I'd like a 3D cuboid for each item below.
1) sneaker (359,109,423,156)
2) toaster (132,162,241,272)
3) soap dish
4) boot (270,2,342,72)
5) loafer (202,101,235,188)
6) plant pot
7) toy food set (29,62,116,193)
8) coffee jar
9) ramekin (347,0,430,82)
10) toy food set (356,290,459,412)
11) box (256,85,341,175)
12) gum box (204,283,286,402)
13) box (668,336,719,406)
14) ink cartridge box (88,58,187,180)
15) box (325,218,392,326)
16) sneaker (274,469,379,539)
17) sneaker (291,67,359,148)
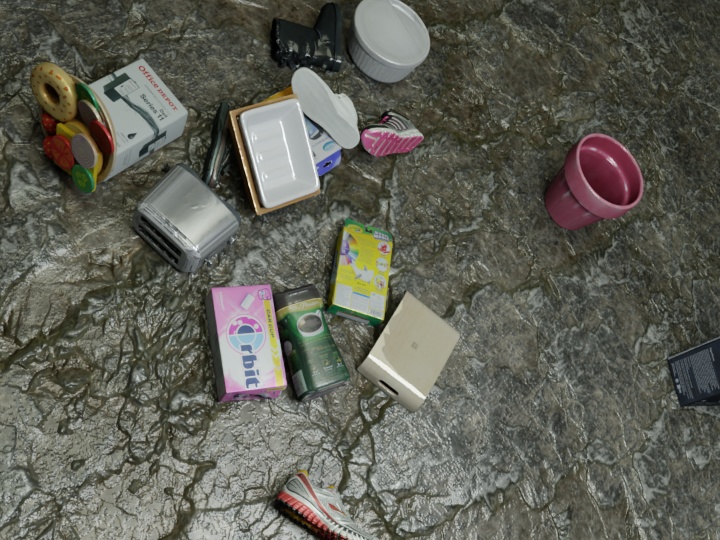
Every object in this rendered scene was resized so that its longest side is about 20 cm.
[{"bbox_3d":[0.056,-0.312,1.668,0.197,0.074,0.088,-13,62,-48],"label":"sneaker"},{"bbox_3d":[-0.324,-0.097,1.363,0.200,0.114,0.130,43,58,-3],"label":"toaster"},{"bbox_3d":[-0.173,-0.230,1.480,0.155,0.080,0.205,-23,107,-32],"label":"soap dish"},{"bbox_3d":[-0.124,-0.541,1.703,0.158,0.073,0.203,6,65,-20],"label":"boot"},{"bbox_3d":[-0.268,-0.247,1.491,0.062,0.072,0.205,19,57,-23],"label":"loafer"},{"bbox_3d":[0.544,-0.196,1.798,0.195,0.179,0.205,10,62,-21],"label":"plant pot"},{"bbox_3d":[-0.495,-0.243,1.296,0.196,0.203,0.049,35,39,14],"label":"toy food set"},{"bbox_3d":[-0.098,0.129,1.381,0.102,0.085,0.204,-13,73,-28],"label":"coffee jar"},{"bbox_3d":[0.060,-0.541,1.777,0.197,0.094,0.207,11,62,-20],"label":"ramekin"},{"bbox_3d":[0.097,0.157,1.490,0.142,0.060,0.202,37,64,-6],"label":"toy food set"},{"bbox_3d":[-0.130,-0.287,1.596,0.118,0.041,0.202,-35,87,-34],"label":"box"},{"bbox_3d":[-0.206,0.133,1.337,0.111,0.066,0.205,-3,68,-25],"label":"gum box"},{"bbox_3d":[0.869,0.232,1.742,0.195,0.197,0.127,3,64,-24],"label":"box"},{"bbox_3d":[-0.446,-0.287,1.411,0.147,0.083,0.200,47,55,1],"label":"ink cartridge box"},{"bbox_3d":[0.000,0.000,1.517,0.115,0.048,0.205,18,62,-17],"label":"box"},{"bbox_3d":[-0.046,0.413,1.276,0.198,0.078,0.083,36,55,-6],"label":"sneaker"},{"bbox_3d":[-0.075,-0.363,1.609,0.201,0.073,0.117,49,21,-27],"label":"sneaker"}]
